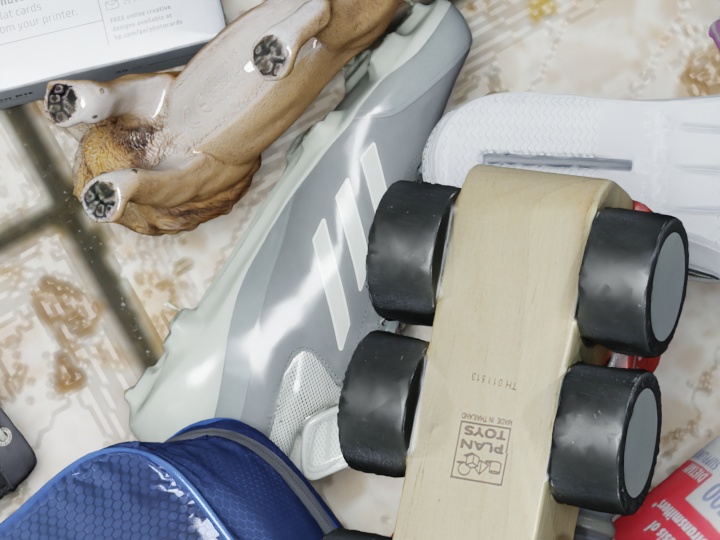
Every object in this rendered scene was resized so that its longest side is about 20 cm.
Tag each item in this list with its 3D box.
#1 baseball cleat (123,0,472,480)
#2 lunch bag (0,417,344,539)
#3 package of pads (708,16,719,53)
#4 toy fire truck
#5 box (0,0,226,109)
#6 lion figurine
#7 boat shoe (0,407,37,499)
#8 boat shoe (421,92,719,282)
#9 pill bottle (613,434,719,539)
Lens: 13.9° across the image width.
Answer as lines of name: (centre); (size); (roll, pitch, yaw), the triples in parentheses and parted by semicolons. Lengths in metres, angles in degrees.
baseball cleat: (0.000, 0.000, 1.102); (0.106, 0.070, 0.200); (36, 94, -6)
lunch bag: (-0.087, 0.152, 1.036); (0.200, 0.132, 0.136); (-38, 82, 13)
package of pads: (0.229, -0.036, 1.097); (0.120, 0.076, 0.200); (-30, 85, 0)
toy fire truck: (0.054, 0.067, 1.004); (0.129, 0.200, 0.176); (7, 82, 22)
box: (-0.147, -0.162, 1.120); (0.156, 0.041, 0.200); (-13, 84, -3)
lion figurine: (-0.037, -0.073, 1.038); (0.200, 0.122, 0.073); (-32, 80, 27)
boat shoe: (-0.187, 0.004, 1.094); (0.063, 0.073, 0.200); (-28, 90, -16)
boat shoe: (0.122, -0.032, 1.050); (0.200, 0.071, 0.072); (10, 89, 1)
pill bottle: (0.096, 0.157, 1.059); (0.200, 0.112, 0.112); (-39, 87, -5)
